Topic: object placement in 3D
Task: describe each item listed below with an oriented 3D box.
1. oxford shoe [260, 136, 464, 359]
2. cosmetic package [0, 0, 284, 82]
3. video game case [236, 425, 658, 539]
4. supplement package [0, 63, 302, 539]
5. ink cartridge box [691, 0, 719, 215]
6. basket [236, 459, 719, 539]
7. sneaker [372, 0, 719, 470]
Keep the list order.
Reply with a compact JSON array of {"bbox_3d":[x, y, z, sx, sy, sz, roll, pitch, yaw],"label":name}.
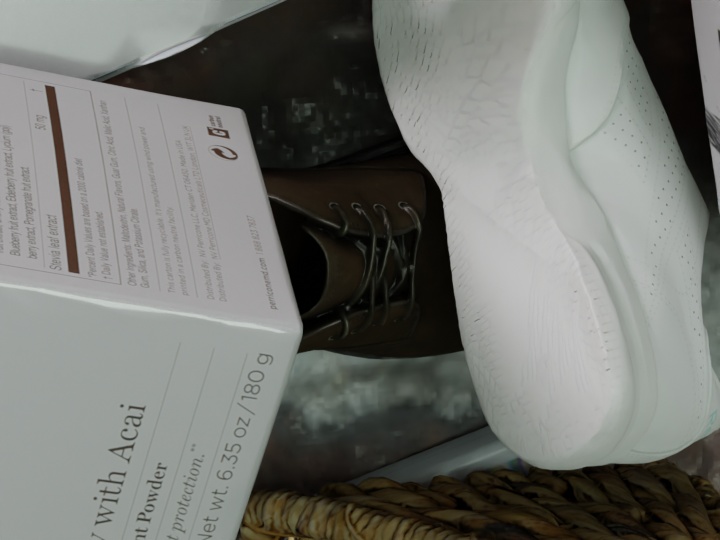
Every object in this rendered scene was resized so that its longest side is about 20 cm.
[{"bbox_3d":[0.000,0.000,0.787,0.200,0.084,0.073,-4,103,-14],"label":"oxford shoe"},{"bbox_3d":[-0.094,-0.155,0.725,0.107,0.090,0.200,-22,111,-8],"label":"cosmetic package"},{"bbox_3d":[0.023,0.153,0.862,0.200,0.024,0.182,-21,108,-8],"label":"video game case"},{"bbox_3d":[-0.132,0.018,0.663,0.200,0.120,0.121,10,119,-16],"label":"supplement package"},{"bbox_3d":[0.171,-0.057,0.696,0.147,0.083,0.200,-20,127,-8],"label":"ink cartridge box"},{"bbox_3d":[0.048,0.169,0.785,0.149,0.143,0.200,-3,104,-14],"label":"basket"},{"bbox_3d":[0.063,-0.041,0.765,0.088,0.075,0.200,1,77,-45],"label":"sneaker"}]
